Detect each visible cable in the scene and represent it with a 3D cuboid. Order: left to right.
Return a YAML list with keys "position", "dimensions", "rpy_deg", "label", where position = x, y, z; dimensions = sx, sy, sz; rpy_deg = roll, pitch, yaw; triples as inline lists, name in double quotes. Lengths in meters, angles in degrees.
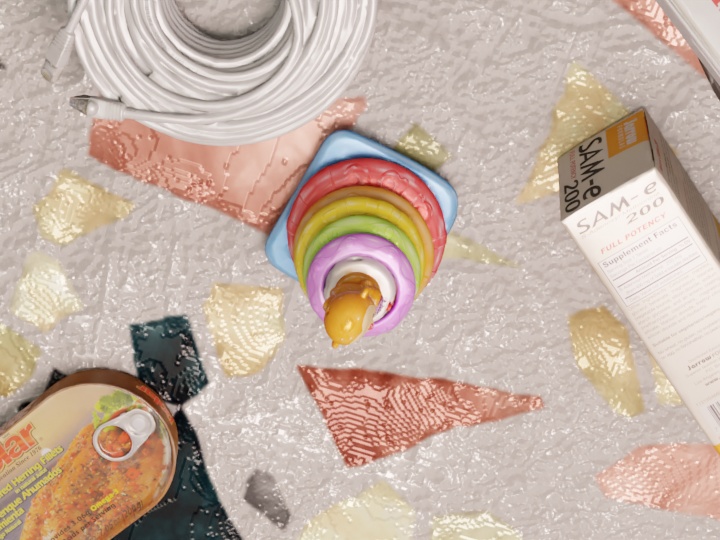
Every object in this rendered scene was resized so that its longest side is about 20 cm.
- position: [-0.089, -0.178, 1.345]
  dimensions: [0.200, 0.069, 0.200]
  rpy_deg: [18, 110, -5]
  label: "cable"

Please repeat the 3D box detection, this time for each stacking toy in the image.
- position: [0.000, 0.000, 1.337]
  dimensions: [0.110, 0.200, 0.116]
  rpy_deg: [28, 109, -8]
  label: "stacking toy"

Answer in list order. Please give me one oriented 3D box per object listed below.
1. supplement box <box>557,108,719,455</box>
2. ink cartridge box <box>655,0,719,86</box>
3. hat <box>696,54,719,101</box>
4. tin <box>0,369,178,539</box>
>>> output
- position: [0.211, 0.007, 1.370]
  dimensions: [0.074, 0.126, 0.200]
  rpy_deg: [-31, 106, 15]
  label: "supplement box"
- position: [0.287, -0.182, 1.242]
  dimensions: [0.200, 0.085, 0.145]
  rpy_deg: [-37, 89, 4]
  label: "ink cartridge box"
- position: [0.299, -0.163, 1.325]
  dimensions: [0.201, 0.081, 0.201]
  rpy_deg: [0, 92, 3]
  label: "hat"
- position: [-0.220, 0.150, 1.493]
  dimensions: [0.200, 0.042, 0.112]
  rpy_deg: [-37, 109, 15]
  label: "tin"
